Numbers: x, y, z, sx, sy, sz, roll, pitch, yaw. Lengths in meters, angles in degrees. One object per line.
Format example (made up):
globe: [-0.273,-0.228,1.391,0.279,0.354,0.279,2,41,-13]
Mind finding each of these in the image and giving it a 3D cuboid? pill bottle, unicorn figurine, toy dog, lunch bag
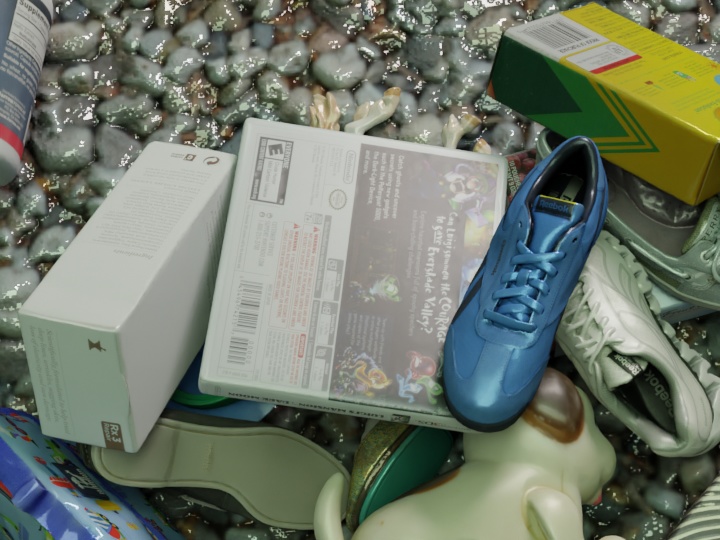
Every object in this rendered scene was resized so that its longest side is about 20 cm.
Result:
pill bottle: [-0.294,-0.173,1.201,0.119,0.120,0.201,6,72,8]
unicorn figurine: [0.038,-0.054,1.157,0.199,0.074,0.138,15,70,31]
toy dog: [0.084,0.157,1.045,0.193,0.140,0.200,34,72,7]
lunch bag: [-0.192,0.161,1.036,0.094,0.200,0.150,-44,73,-9]

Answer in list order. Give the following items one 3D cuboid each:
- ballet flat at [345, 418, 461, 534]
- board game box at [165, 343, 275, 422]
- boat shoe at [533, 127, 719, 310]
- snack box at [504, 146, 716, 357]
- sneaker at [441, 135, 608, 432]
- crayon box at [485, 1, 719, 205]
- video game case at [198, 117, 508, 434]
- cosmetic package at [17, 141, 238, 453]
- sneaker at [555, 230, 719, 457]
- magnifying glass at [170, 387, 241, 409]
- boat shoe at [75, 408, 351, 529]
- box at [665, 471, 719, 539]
ballet flat: [0.045,0.093,1.113,0.071,0.071,0.200,37,80,16]
board game box: [-0.125,0.039,1.158,0.199,0.039,0.159,29,81,20]
boat shoe: [0.205,-0.036,1.075,0.201,0.065,0.075,31,78,16]
snack box: [0.209,-0.036,1.138,0.199,0.053,0.143,-15,72,2]
sneaker: [0.101,0.002,0.991,0.066,0.079,0.201,21,61,10]
crayon box: [0.199,-0.108,1.071,0.199,0.051,0.127,32,33,27]
video game case: [0.000,0.000,1.039,0.180,0.023,0.201,8,59,-2]
cosmetic package: [-0.141,0.012,1.043,0.074,0.102,0.200,9,37,17]
sneaker: [0.160,0.039,1.047,0.075,0.081,0.200,-46,77,23]
magnifying glass: [-0.054,0.060,1.102,0.199,0.022,0.080,4,73,17]
boat shoe: [-0.097,0.127,1.084,0.199,0.057,0.067,17,89,-29]
box: [0.215,0.217,1.046,0.082,0.068,0.200,37,79,14]
